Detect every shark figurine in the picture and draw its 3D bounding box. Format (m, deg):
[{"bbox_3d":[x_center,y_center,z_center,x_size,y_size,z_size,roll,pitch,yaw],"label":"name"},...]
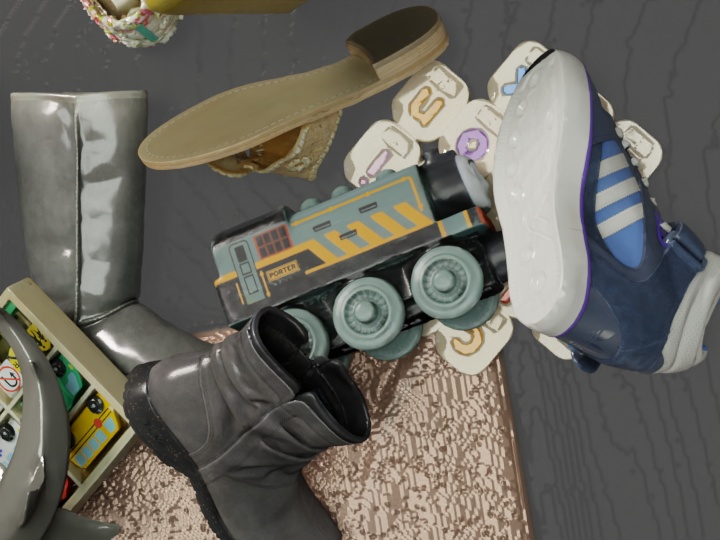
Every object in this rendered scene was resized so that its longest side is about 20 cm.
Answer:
[{"bbox_3d":[-0.210,0.109,1.278,0.128,0.090,0.215,4,97,-4],"label":"shark figurine"}]

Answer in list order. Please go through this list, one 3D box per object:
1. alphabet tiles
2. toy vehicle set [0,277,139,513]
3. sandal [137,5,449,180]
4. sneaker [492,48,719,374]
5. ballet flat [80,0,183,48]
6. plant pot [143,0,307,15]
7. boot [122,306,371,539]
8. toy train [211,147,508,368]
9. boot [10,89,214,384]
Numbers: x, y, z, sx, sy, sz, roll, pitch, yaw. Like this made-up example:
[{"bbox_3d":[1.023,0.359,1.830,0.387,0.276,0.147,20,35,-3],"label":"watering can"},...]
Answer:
[{"bbox_3d":[0.091,-0.039,1.339,0.200,0.015,0.196,40,98,7],"label":"alphabet tiles"},{"bbox_3d":[-0.232,0.115,1.363,0.124,0.027,0.200,44,119,6],"label":"toy vehicle set"},{"bbox_3d":[-0.032,-0.091,1.336,0.211,0.078,0.070,-27,122,-3],"label":"sandal"},{"bbox_3d":[0.164,-0.029,1.290,0.081,0.146,0.200,-38,43,47],"label":"sneaker"},{"bbox_3d":[-0.186,-0.233,1.362,0.076,0.064,0.200,-40,84,10],"label":"ballet flat"},{"bbox_3d":[-0.036,-0.282,1.245,0.200,0.195,0.195,-23,87,24],"label":"plant pot"},{"bbox_3d":[-0.043,0.116,1.284,0.132,0.070,0.200,-20,126,34],"label":"boot"},{"bbox_3d":[0.000,0.000,1.312,0.200,0.085,0.114,-22,77,10],"label":"toy train"},{"bbox_3d":[-0.151,-0.018,1.364,0.181,0.073,0.200,6,87,10],"label":"boot"}]
